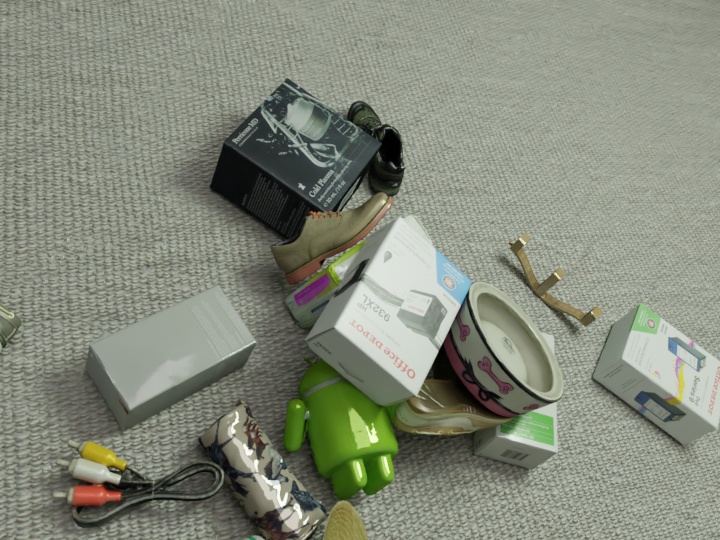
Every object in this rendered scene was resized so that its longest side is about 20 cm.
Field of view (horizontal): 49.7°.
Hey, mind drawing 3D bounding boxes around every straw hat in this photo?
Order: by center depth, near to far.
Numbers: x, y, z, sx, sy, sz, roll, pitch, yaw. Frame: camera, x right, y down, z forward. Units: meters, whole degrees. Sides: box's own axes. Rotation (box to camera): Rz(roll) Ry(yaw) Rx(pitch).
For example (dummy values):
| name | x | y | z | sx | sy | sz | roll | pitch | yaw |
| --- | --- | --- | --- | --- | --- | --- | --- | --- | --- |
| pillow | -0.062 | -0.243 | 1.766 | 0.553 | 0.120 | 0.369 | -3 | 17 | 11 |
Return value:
| name | x | y | z | sx | sy | sz | roll | pitch | yaw |
| --- | --- | --- | --- | --- | --- | --- | --- | --- | --- |
| straw hat | -0.050 | 0.389 | 0.945 | 0.084 | 0.201 | 0.203 | -13 | 56 | 16 |

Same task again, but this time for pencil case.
| name | x | y | z | sx | sy | sz | roll | pitch | yaw |
| --- | --- | --- | --- | --- | --- | --- | --- | --- | --- |
| pencil case | -0.126 | 0.263 | 1.002 | 0.200 | 0.078 | 0.089 | 51 | 36 | 12 |

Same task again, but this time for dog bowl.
| name | x | y | z | sx | sy | sz | roll | pitch | yaw |
| --- | --- | --- | --- | --- | --- | --- | --- | --- | --- |
| dog bowl | 0.196 | 0.117 | 1.102 | 0.199 | 0.074 | 0.201 | 36 | 28 | -23 |

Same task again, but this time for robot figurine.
| name | x | y | z | sx | sy | sz | roll | pitch | yaw |
| --- | --- | --- | --- | --- | --- | --- | --- | --- | --- |
| robot figurine | -0.018 | 0.204 | 1.064 | 0.174 | 0.116 | 0.202 | -3 | 60 | -28 |

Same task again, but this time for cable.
| name | x | y | z | sx | sy | sz | roll | pitch | yaw |
| --- | --- | --- | --- | --- | --- | --- | --- | --- | --- |
| cable | -0.268 | 0.262 | 0.937 | 0.198 | 0.051 | 0.098 | 6 | 56 | -3 |

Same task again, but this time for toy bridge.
| name | x | y | z | sx | sy | sz | roll | pitch | yaw |
| --- | --- | --- | --- | --- | --- | --- | --- | --- | --- |
| toy bridge | 0.334 | 0.021 | 1.375 | 0.200 | 0.067 | 0.027 | 47 | 52 | 7 |

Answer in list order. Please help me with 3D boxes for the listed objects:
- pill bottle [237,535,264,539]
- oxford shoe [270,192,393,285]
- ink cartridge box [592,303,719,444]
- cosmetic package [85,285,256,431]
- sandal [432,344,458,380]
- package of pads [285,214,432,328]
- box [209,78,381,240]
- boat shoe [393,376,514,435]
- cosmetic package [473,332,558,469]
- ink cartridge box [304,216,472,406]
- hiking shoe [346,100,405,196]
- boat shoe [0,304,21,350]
| name | x | y | z | sx | sy | sz | roll | pitch | yaw |
| --- | --- | --- | --- | --- | --- | --- | --- | --- | --- |
| pill bottle | -0.192 | 0.382 | 0.872 | 0.198 | 0.113 | 0.114 | -9 | 63 | -28 |
| oxford shoe | -0.043 | -0.061 | 1.138 | 0.199 | 0.070 | 0.075 | -36 | 100 | 6 |
| ink cartridge box | 0.525 | 0.179 | 1.348 | 0.199 | 0.088 | 0.146 | 38 | 51 | 0 |
| cosmetic package | -0.252 | 0.114 | 1.038 | 0.199 | 0.090 | 0.107 | -26 | 72 | -32 |
| sandal | 0.137 | 0.123 | 1.186 | 0.201 | 0.080 | 0.054 | 64 | 26 | -7 |
| package of pads | 0.000 | 0.000 | 1.176 | 0.199 | 0.154 | 0.069 | -34 | 91 | -37 |
| box | -0.104 | -0.171 | 1.267 | 0.196 | 0.124 | 0.201 | 33 | 52 | 1 |
| boat shoe | 0.129 | 0.193 | 1.082 | 0.198 | 0.067 | 0.074 | 11 | 41 | -33 |
| cosmetic package | 0.241 | 0.192 | 1.212 | 0.107 | 0.085 | 0.202 | 15 | 55 | -11 |
| ink cartridge box | 0.042 | 0.055 | 1.037 | 0.145 | 0.084 | 0.201 | 41 | 56 | -14 |
| hiking shoe | 0.038 | -0.236 | 1.385 | 0.075 | 0.101 | 0.201 | -9 | 63 | -29 |
| boat shoe | -0.525 | 0.030 | 0.977 | 0.201 | 0.072 | 0.060 | 37 | 49 | -6 |
